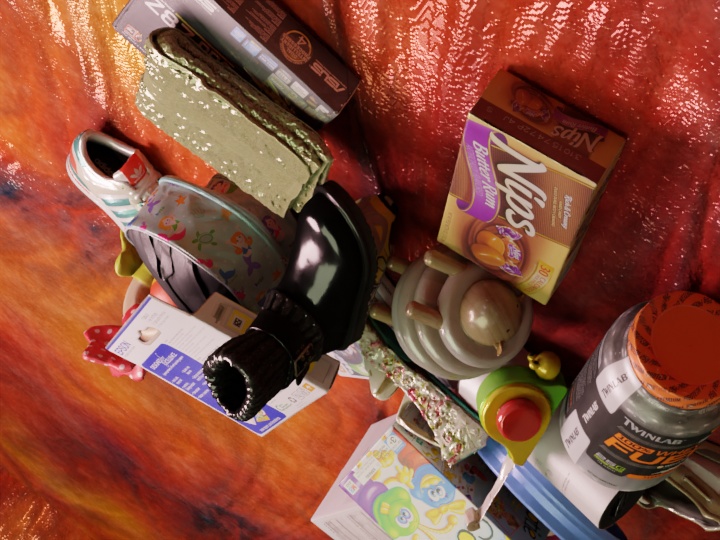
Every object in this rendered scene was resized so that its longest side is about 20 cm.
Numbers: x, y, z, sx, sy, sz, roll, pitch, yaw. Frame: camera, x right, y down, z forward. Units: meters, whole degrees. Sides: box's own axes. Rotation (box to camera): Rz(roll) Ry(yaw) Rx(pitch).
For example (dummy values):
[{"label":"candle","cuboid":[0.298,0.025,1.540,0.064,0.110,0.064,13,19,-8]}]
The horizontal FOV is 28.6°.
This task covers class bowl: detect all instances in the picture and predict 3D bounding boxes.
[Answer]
[{"label":"bowl","cuboid":[0.193,0.226,1.471,0.200,0.039,0.201,42,-175,-5]}]

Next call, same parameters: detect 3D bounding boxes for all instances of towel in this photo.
[{"label":"towel","cuboid":[-0.115,-0.130,1.278,0.199,0.037,0.149,34,156,-1]}]

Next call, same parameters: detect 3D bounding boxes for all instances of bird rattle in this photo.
[{"label":"bird rattle","cuboid":[-0.237,0.031,1.638,0.161,0.202,0.113,-15,129,28]}]

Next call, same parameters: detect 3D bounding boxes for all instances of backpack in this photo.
[{"label":"backpack","cuboid":[-0.141,-0.013,1.465,0.176,0.152,0.200,23,163,41]}]

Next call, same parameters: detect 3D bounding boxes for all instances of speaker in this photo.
[{"label":"speaker","cuboid":[0.187,0.155,1.365,0.200,0.081,0.082,43,160,29]}]

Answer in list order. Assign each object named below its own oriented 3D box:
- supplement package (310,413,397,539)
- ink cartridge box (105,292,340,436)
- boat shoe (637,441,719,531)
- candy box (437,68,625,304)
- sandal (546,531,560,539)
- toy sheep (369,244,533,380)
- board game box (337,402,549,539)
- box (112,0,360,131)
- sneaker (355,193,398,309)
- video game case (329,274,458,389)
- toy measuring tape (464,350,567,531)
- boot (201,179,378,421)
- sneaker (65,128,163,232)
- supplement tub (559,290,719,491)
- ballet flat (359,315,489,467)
[{"label":"supplement package","cuboid":[0.068,0.270,1.679,0.150,0.153,0.200,39,154,-8]},{"label":"ink cartridge box","cuboid":[-0.144,0.086,1.437,0.199,0.047,0.197,32,153,-11]},{"label":"boat shoe","cuboid":[0.283,0.192,1.384,0.198,0.069,0.075,15,147,37]},{"label":"candy box","cuboid":[0.135,-0.064,1.163,0.116,0.057,0.201,31,155,11]},{"label":"sandal","cuboid":[0.192,0.268,1.597,0.049,0.083,0.203,4,142,47]},{"label":"toy sheep","cuboid":[0.087,0.036,1.307,0.138,0.138,0.200,44,168,-16]},{"label":"board game box","cuboid":[0.092,0.245,1.496,0.200,0.105,0.103,43,117,4]},{"label":"box","cuboid":[-0.113,-0.195,1.261,0.200,0.049,0.161,42,152,-13]},{"label":"sneaker","cuboid":[0.000,0.000,1.395,0.076,0.076,0.201,50,156,18]},{"label":"video game case","cuboid":[-0.004,0.059,1.571,0.199,0.023,0.182,2,138,49]},{"label":"toy measuring tape","cuboid":[0.125,0.154,1.318,0.073,0.074,0.202,32,115,8]},{"label":"boot","cuboid":[-0.066,0.033,1.271,0.079,0.157,0.213,39,145,32]},{"label":"sneaker","cuboid":[-0.246,-0.084,1.577,0.199,0.071,0.093,40,160,0]},{"label":"supplement tub","cuboid":[0.251,0.104,1.218,0.122,0.123,0.201,32,154,9]},{"label":"ballet flat","cuboid":[0.049,0.121,1.441,0.200,0.064,0.075,44,-174,29]}]
